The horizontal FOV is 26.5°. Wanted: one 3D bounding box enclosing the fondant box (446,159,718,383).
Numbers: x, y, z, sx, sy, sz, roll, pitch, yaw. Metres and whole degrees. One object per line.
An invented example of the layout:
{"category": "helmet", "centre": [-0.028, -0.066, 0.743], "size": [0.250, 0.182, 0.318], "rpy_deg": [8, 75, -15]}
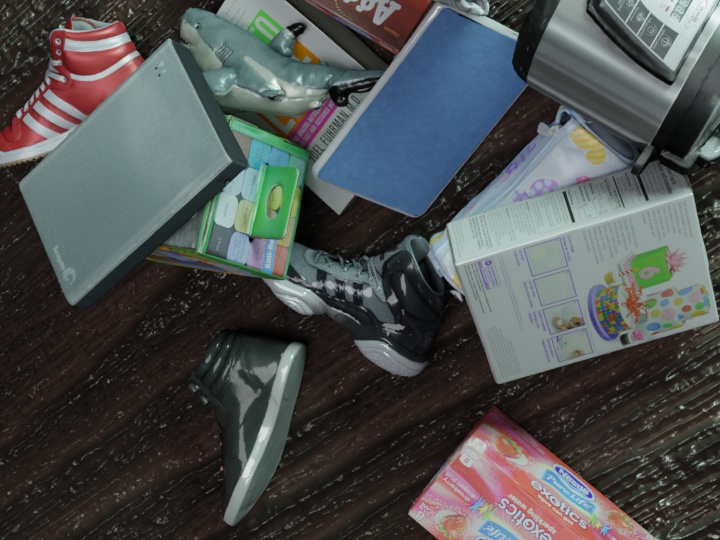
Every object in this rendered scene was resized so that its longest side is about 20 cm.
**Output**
{"category": "fondant box", "centre": [0.187, 0.002, 1.279], "size": [0.199, 0.058, 0.145], "rpy_deg": [-16, 129, 8]}

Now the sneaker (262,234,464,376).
{"category": "sneaker", "centre": [0.000, 0.000, 1.400], "size": [0.200, 0.075, 0.114], "rpy_deg": [36, 114, 1]}

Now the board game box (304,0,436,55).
{"category": "board game box", "centre": [-0.019, -0.274, 1.310], "size": [0.200, 0.019, 0.103], "rpy_deg": [32, 88, 17]}

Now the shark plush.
{"category": "shark plush", "centre": [-0.072, -0.180, 1.325], "size": [0.199, 0.091, 0.084], "rpy_deg": [8, 86, 29]}

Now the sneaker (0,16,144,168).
{"category": "sneaker", "centre": [-0.292, -0.172, 1.453], "size": [0.199, 0.071, 0.113], "rpy_deg": [-19, 103, 17]}

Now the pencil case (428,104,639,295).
{"category": "pencil case", "centre": [0.147, -0.059, 1.313], "size": [0.200, 0.091, 0.083], "rpy_deg": [-47, 62, 28]}

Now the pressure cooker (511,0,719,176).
{"category": "pressure cooker", "centre": [0.242, -0.184, 1.198], "size": [0.200, 0.179, 0.176], "rpy_deg": [32, 135, 8]}

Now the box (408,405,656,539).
{"category": "box", "centre": [0.159, 0.236, 1.400], "size": [0.200, 0.095, 0.103], "rpy_deg": [39, 115, 6]}

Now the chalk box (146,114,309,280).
{"category": "chalk box", "centre": [-0.130, -0.066, 1.353], "size": [0.200, 0.124, 0.125], "rpy_deg": [9, 84, 35]}

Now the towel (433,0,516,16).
{"category": "towel", "centre": [0.095, -0.302, 1.174], "size": [0.085, 0.166, 0.201], "rpy_deg": [-3, 105, -14]}

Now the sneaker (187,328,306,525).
{"category": "sneaker", "centre": [-0.125, 0.146, 1.495], "size": [0.099, 0.071, 0.201], "rpy_deg": [21, 107, 15]}

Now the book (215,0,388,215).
{"category": "book", "centre": [-0.052, -0.165, 1.385], "size": [0.200, 0.048, 0.134], "rpy_deg": [42, 121, 3]}

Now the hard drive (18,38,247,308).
{"category": "hard drive", "centre": [-0.198, -0.081, 1.306], "size": [0.200, 0.033, 0.140], "rpy_deg": [-40, 60, 21]}

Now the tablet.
{"category": "tablet", "centre": [0.060, -0.136, 1.323], "size": [0.130, 0.014, 0.200], "rpy_deg": [19, 122, -35]}
